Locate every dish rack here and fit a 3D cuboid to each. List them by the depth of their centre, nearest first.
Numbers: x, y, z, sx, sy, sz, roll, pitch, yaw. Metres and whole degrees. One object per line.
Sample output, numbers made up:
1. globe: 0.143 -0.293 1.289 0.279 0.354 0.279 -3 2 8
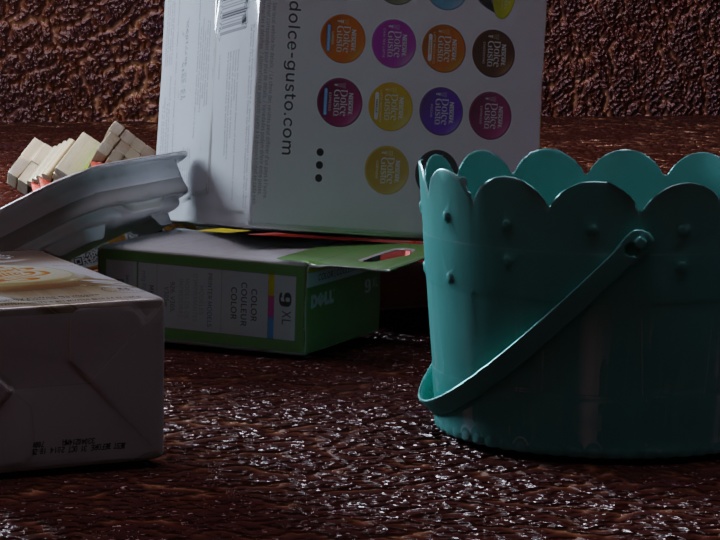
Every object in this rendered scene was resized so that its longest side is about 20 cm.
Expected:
1. dish rack: -0.208 -0.014 1.638 0.199 0.044 0.171 -26 -4 22

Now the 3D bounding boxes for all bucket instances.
1. bucket: 0.123 0.012 1.310 0.206 0.136 0.207 1 6 0

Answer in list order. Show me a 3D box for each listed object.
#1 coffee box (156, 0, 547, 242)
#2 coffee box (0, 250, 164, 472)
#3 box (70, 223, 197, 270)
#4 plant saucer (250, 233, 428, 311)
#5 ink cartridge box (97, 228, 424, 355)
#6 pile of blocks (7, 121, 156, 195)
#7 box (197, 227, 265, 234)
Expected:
1. coffee box: -0.008 -0.121 1.697 0.197 0.201 0.200 4 -1 -22
2. coffee box: -0.181 0.042 1.287 0.114 0.080 0.200 -3 8 -24
3. box: -0.214 -0.020 1.811 0.199 0.042 0.119 -11 9 -6
4. plant saucer: 0.000 0.000 1.804 0.199 0.037 0.200 -3 9 -27
5. ink cartridge box: -0.051 0.014 1.597 0.199 0.060 0.104 4 8 26
6. pile of blocks: -0.256 -0.079 2.391 0.199 0.082 0.062 -5 43 52
7. box: -0.033 -0.049 1.990 0.159 0.050 0.200 -3 -2 30
